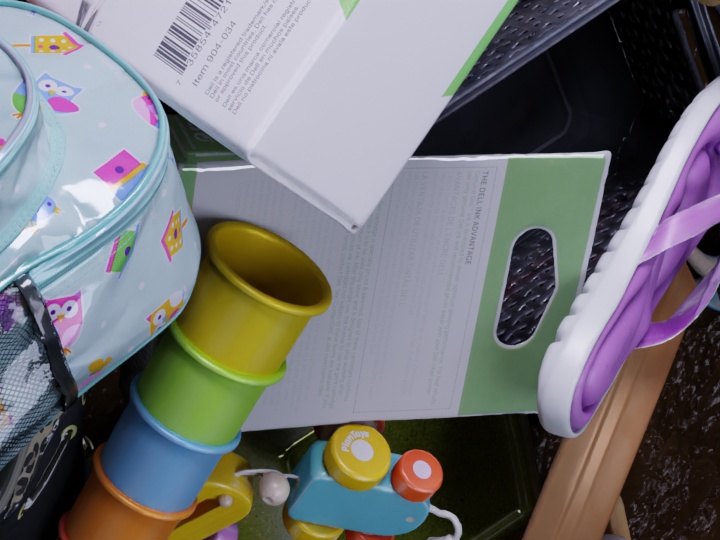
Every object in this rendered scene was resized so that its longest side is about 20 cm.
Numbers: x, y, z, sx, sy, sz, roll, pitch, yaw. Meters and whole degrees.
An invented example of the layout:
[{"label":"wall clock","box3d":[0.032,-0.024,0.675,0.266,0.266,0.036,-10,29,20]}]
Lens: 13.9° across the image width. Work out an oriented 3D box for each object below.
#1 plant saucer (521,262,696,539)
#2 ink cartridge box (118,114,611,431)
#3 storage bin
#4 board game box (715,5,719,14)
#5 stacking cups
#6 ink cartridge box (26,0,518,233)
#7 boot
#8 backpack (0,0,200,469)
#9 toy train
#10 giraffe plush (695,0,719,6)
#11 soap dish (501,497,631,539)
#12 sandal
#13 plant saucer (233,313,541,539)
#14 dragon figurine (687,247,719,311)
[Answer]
[{"label":"plant saucer","box3d":[0.124,0.077,1.482,0.200,0.037,0.201,23,90,-84]},{"label":"ink cartridge box","box3d":[0.000,0.000,1.309,0.199,0.048,0.146,-4,125,-21]},{"label":"storage bin","box3d":[0.074,-0.055,1.408,0.200,0.094,0.136,-35,120,-20]},{"label":"board game box","box3d":[0.215,-0.213,1.487,0.151,0.037,0.200,-48,134,-6]},{"label":"stacking cups","box3d":[-0.087,0.073,1.267,0.060,0.061,0.200,9,124,-43]},{"label":"ink cartridge box","box3d":[-0.041,-0.131,1.208,0.146,0.200,0.084,-55,138,2]},{"label":"boot","box3d":[-0.144,0.045,1.324,0.154,0.073,0.205,80,28,-64]},{"label":"backpack","box3d":[-0.166,-0.019,1.140,0.199,0.176,0.154,-33,136,-26]},{"label":"toy train","box3d":[-0.044,0.115,1.401,0.199,0.056,0.150,-11,145,14]},{"label":"giraffe plush","box3d":[0.204,-0.227,1.334,0.162,0.172,0.201,-21,142,-51]},{"label":"soap dish","box3d":[0.088,0.226,1.618,0.157,0.081,0.201,-33,132,-21]},{"label":"sandal","box3d":[0.144,-0.001,1.353,0.203,0.050,0.083,-57,159,-22]},{"label":"plant saucer","box3d":[0.013,0.099,1.502,0.199,0.048,0.201,-32,132,-21]},{"label":"dragon figurine","box3d":[0.215,0.004,1.604,0.199,0.099,0.059,24,101,-26]}]
